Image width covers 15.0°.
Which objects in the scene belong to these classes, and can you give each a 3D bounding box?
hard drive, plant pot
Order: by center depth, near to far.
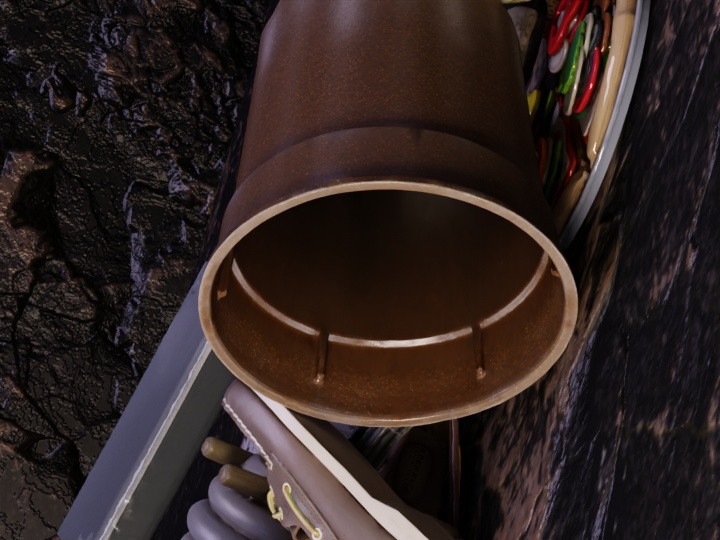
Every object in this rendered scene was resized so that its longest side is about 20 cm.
[{"bbox_3d":[0.017,-0.053,1.502,0.200,0.200,0.199,116,162,-47],"label":"plant pot"},{"bbox_3d":[-0.120,0.092,1.690,0.200,0.033,0.140,-62,13,-3],"label":"hard drive"}]

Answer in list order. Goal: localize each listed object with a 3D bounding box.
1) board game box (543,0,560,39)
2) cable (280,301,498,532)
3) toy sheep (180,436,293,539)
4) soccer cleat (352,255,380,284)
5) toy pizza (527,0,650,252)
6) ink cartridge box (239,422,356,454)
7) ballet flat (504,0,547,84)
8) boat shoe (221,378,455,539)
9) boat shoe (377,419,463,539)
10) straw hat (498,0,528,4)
[{"bbox_3d":[0.141,-0.251,1.750,0.096,0.030,0.200,117,169,-52],"label":"board game box"},{"bbox_3d":[0.034,0.080,1.577,0.200,0.050,0.097,-59,32,-2],"label":"cable"},{"bbox_3d":[-0.064,0.193,1.843,0.200,0.138,0.138,-63,10,11],"label":"toy sheep"},{"bbox_3d":[0.018,0.045,1.660,0.200,0.076,0.067,36,-147,-56],"label":"soccer cleat"},{"bbox_3d":[0.117,-0.096,1.573,0.200,0.032,0.201,-163,90,-82],"label":"toy pizza"},{"bbox_3d":[-0.055,0.175,1.982,0.147,0.083,0.201,-97,24,-72],"label":"ink cartridge box"},{"bbox_3d":[0.078,-0.149,1.683,0.200,0.057,0.067,-108,36,-75],"label":"ballet flat"},{"bbox_3d":[-0.016,0.129,1.518,0.060,0.200,0.072,-52,-29,7],"label":"boat shoe"},{"bbox_3d":[0.023,0.158,1.573,0.072,0.072,0.200,118,173,-52],"label":"boat shoe"},{"bbox_3d":[0.096,-0.198,1.546,0.085,0.201,0.201,58,150,19],"label":"straw hat"}]
